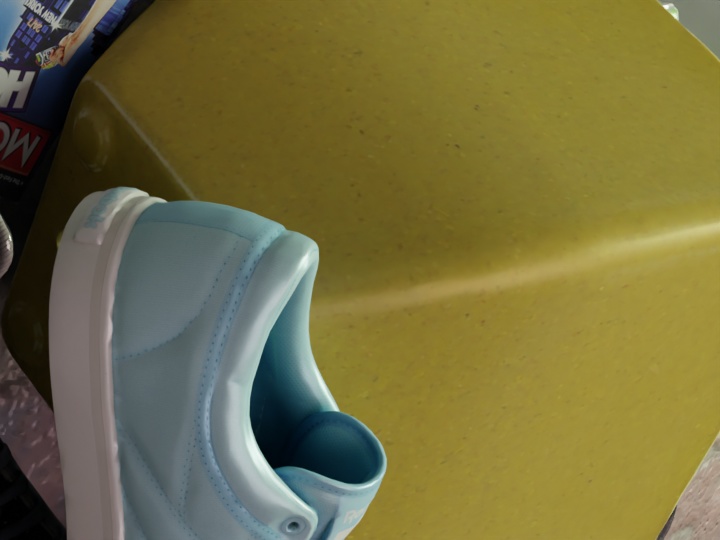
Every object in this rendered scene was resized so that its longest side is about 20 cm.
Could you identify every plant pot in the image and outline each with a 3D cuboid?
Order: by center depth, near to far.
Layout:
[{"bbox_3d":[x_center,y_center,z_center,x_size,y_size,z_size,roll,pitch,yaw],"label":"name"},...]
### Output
[{"bbox_3d":[0.000,0.000,0.761,0.199,0.194,0.196,-11,139,-41],"label":"plant pot"}]

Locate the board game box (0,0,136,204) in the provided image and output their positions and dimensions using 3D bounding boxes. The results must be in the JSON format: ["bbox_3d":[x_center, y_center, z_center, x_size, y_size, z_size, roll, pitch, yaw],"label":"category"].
[{"bbox_3d":[-0.154,-0.101,0.653,0.200,0.062,0.200,-58,144,4],"label":"board game box"}]

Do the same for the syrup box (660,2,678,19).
[{"bbox_3d":[0.072,-0.006,0.912,0.081,0.079,0.201,-14,109,-42],"label":"syrup box"}]

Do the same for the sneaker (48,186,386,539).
[{"bbox_3d":[-0.033,0.075,0.639,0.074,0.082,0.201,-53,142,-52],"label":"sneaker"}]

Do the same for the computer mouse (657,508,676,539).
[{"bbox_3d":[0.089,0.160,1.120,0.141,0.046,0.200,-63,158,1],"label":"computer mouse"}]

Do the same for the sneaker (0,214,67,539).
[{"bbox_3d":[-0.116,0.056,0.634,0.202,0.146,0.077,44,54,-10],"label":"sneaker"}]

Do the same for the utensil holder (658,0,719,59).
[{"bbox_3d":[0.188,-0.035,0.965,0.170,0.200,0.171,-27,134,-32],"label":"utensil holder"}]
